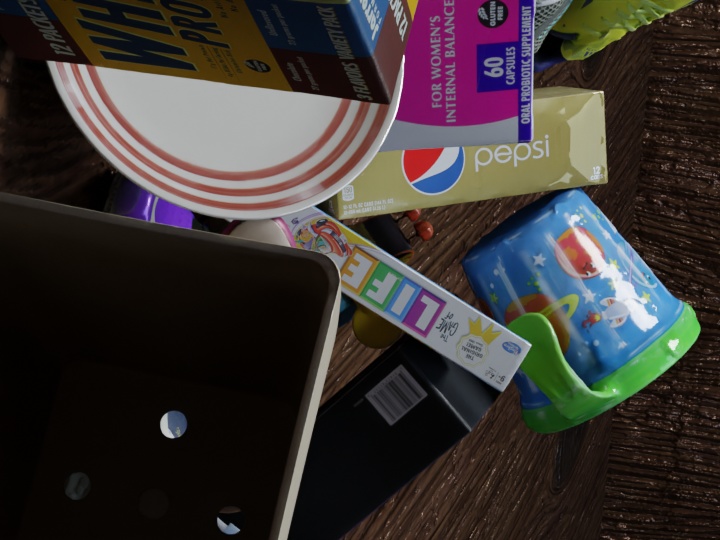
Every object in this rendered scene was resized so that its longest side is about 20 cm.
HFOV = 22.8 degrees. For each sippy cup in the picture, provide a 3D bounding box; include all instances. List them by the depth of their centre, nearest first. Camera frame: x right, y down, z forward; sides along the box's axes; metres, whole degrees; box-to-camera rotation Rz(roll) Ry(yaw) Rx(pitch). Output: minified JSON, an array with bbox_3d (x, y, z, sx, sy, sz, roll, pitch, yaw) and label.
[{"bbox_3d":[0.140,0.020,1.212,0.131,0.139,0.178,57,-10,-5],"label":"sippy cup"}]

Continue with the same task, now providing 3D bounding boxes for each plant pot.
[{"bbox_3d":[-0.114,0.095,0.835,0.177,0.199,0.201,67,35,-72],"label":"plant pot"}]

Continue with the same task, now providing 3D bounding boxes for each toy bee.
[{"bbox_3d":[-0.009,-0.015,1.275,0.131,0.109,0.200,50,18,-6],"label":"toy bee"}]

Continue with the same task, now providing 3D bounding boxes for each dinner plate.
[{"bbox_3d":[-0.071,-0.121,0.922,0.024,0.199,0.201,-27,-135,62],"label":"dinner plate"}]

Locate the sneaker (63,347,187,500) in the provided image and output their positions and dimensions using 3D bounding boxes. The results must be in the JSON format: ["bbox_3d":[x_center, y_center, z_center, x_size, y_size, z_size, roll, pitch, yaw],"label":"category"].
[{"bbox_3d":[-0.130,0.117,0.993,0.085,0.074,0.201,-32,133,-77],"label":"sneaker"}]

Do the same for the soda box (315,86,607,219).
[{"bbox_3d":[0.062,-0.080,1.181,0.068,0.199,0.064,-159,-118,-66],"label":"soda box"}]

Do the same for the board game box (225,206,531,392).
[{"bbox_3d":[0.000,0.000,1.087,0.034,0.199,0.134,-58,-172,0],"label":"board game box"}]

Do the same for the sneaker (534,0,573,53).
[{"bbox_3d":[0.126,-0.225,1.212,0.091,0.077,0.200,105,9,-49],"label":"sneaker"}]

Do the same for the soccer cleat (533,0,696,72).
[{"bbox_3d":[0.176,-0.179,1.224,0.084,0.065,0.200,-61,-160,-18],"label":"soccer cleat"}]

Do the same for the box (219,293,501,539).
[{"bbox_3d":[0.001,0.119,1.238,0.200,0.079,0.141,-42,-179,23],"label":"box"}]

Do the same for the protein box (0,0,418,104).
[{"bbox_3d":[-0.067,-0.205,0.806,0.135,0.197,0.201,60,42,-64],"label":"protein box"}]

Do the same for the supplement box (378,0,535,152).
[{"bbox_3d":[-0.003,-0.134,1.030,0.104,0.199,0.102,-94,180,-56],"label":"supplement box"}]

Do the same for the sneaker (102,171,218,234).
[{"bbox_3d":[-0.084,0.004,1.032,0.200,0.099,0.070,71,30,-60],"label":"sneaker"}]

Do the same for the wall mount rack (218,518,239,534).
[{"bbox_3d":[-0.064,0.212,1.083,0.075,0.200,0.174,-50,174,-19],"label":"wall mount rack"}]

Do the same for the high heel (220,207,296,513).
[{"bbox_3d":[-0.066,0.032,0.988,0.096,0.067,0.201,-87,-170,-54],"label":"high heel"}]
